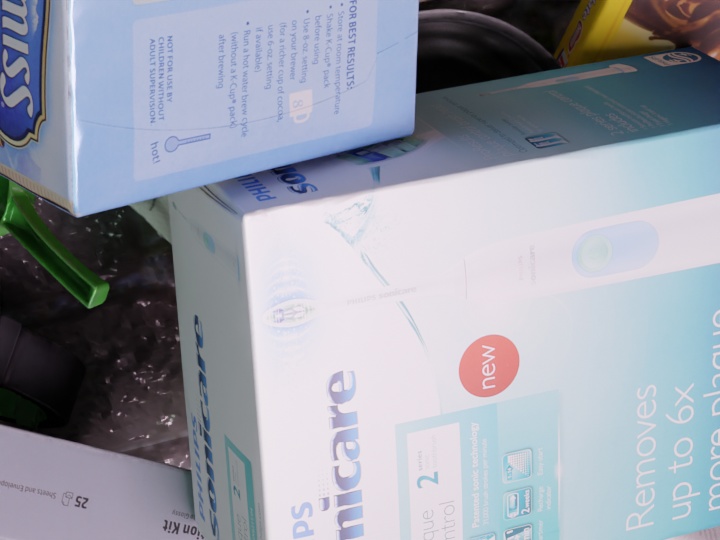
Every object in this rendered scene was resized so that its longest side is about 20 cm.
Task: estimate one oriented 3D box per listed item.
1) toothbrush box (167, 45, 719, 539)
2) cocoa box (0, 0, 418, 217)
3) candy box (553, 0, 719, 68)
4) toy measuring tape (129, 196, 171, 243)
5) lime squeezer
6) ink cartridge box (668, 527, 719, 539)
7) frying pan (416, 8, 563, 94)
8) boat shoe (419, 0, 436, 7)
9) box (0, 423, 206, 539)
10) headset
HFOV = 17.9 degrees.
[{"bbox_3d":[0.044,0.018,0.756,0.199,0.085,0.147,-10,113,-19],"label":"toothbrush box"},{"bbox_3d":[-0.067,-0.137,0.685,0.133,0.131,0.201,-16,118,-35],"label":"cocoa box"},{"bbox_3d":[0.168,-0.060,0.834,0.200,0.026,0.102,14,128,-16],"label":"candy box"},{"bbox_3d":[-0.090,-0.052,0.834,0.074,0.074,0.200,-39,115,23],"label":"toy measuring tape"},{"bbox_3d":[-0.168,-0.034,0.853,0.200,0.071,0.038,27,123,14],"label":"lime squeezer"},{"bbox_3d":[0.044,0.057,0.900,0.200,0.116,0.067,29,120,-22],"label":"ink cartridge box"},{"bbox_3d":[0.016,0.002,0.802,0.115,0.031,0.191,10,101,-18],"label":"frying pan"},{"bbox_3d":[0.018,-0.119,0.781,0.200,0.067,0.057,-23,87,28],"label":"boat shoe"},{"bbox_3d":[-0.128,0.086,0.861,0.156,0.041,0.200,18,169,-37],"label":"box"},{"bbox_3d":[-0.200,0.027,0.852,0.200,0.094,0.123,28,163,-32],"label":"headset"}]
